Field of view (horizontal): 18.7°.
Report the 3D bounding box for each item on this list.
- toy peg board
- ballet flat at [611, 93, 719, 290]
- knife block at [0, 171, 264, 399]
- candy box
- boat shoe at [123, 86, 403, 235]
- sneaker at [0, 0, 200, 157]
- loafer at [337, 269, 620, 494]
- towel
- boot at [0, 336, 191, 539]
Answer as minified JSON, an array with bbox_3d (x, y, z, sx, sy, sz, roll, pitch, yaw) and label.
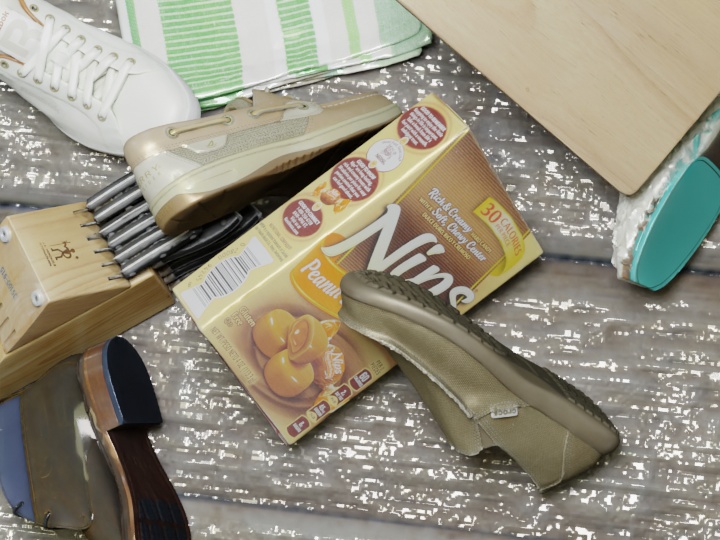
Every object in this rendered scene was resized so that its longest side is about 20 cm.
[{"bbox_3d":[0.145,-0.187,1.324,0.200,0.098,0.199,40,93,-6],"label":"toy peg board"},{"bbox_3d":[0.205,-0.076,1.354,0.072,0.072,0.200,32,80,15],"label":"ballet flat"},{"bbox_3d":[-0.161,0.004,1.389,0.200,0.175,0.064,-46,65,42],"label":"knife block"},{"bbox_3d":[0.000,0.000,1.325,0.200,0.116,0.055,-37,39,-2],"label":"candy box"},{"bbox_3d":[-0.056,-0.082,1.338,0.199,0.072,0.065,-23,75,-39],"label":"boat shoe"},{"bbox_3d":[-0.197,-0.131,1.399,0.199,0.085,0.073,27,92,21],"label":"sneaker"},{"bbox_3d":[0.063,0.070,1.291,0.199,0.076,0.068,33,96,-15],"label":"loafer"},{"bbox_3d":[-0.063,-0.187,1.437,0.199,0.023,0.153,-15,73,4],"label":"towel"},{"bbox_3d":[-0.165,0.150,1.348,0.096,0.075,0.201,-19,72,21],"label":"boot"}]
